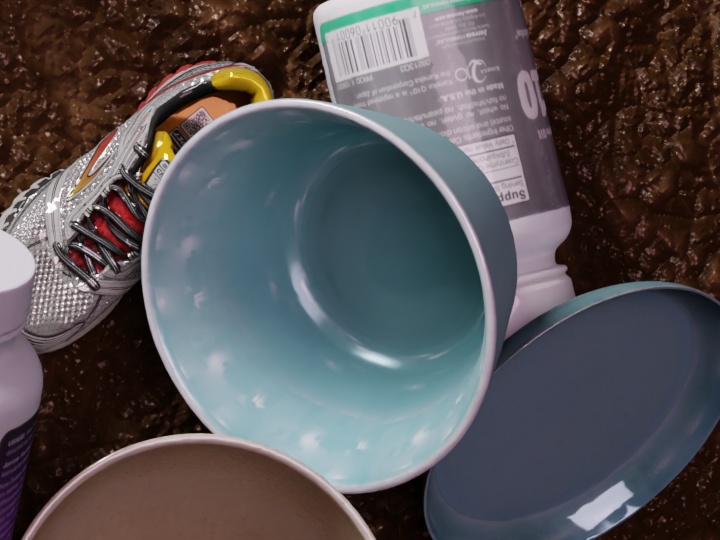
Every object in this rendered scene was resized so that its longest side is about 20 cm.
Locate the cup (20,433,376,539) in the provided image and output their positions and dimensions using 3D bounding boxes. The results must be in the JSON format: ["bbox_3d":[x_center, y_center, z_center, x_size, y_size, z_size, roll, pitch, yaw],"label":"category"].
[{"bbox_3d":[-0.090,0.190,1.405,0.199,0.143,0.202,2,80,-11],"label":"cup"}]

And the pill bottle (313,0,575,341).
[{"bbox_3d":[0.050,-0.057,1.494,0.112,0.113,0.201,-14,92,-19],"label":"pill bottle"}]

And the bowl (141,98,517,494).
[{"bbox_3d":[0.000,0.000,1.404,0.105,0.200,0.202,-31,98,-56],"label":"bowl"}]

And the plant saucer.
[{"bbox_3d":[0.114,0.079,1.493,0.199,0.201,0.027,-22,51,-19],"label":"plant saucer"}]

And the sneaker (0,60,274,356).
[{"bbox_3d":[-0.122,-0.039,1.449,0.078,0.082,0.200,43,75,-11],"label":"sneaker"}]

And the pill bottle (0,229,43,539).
[{"bbox_3d":[-0.211,0.080,1.309,0.111,0.112,0.201,7,115,-18],"label":"pill bottle"}]
